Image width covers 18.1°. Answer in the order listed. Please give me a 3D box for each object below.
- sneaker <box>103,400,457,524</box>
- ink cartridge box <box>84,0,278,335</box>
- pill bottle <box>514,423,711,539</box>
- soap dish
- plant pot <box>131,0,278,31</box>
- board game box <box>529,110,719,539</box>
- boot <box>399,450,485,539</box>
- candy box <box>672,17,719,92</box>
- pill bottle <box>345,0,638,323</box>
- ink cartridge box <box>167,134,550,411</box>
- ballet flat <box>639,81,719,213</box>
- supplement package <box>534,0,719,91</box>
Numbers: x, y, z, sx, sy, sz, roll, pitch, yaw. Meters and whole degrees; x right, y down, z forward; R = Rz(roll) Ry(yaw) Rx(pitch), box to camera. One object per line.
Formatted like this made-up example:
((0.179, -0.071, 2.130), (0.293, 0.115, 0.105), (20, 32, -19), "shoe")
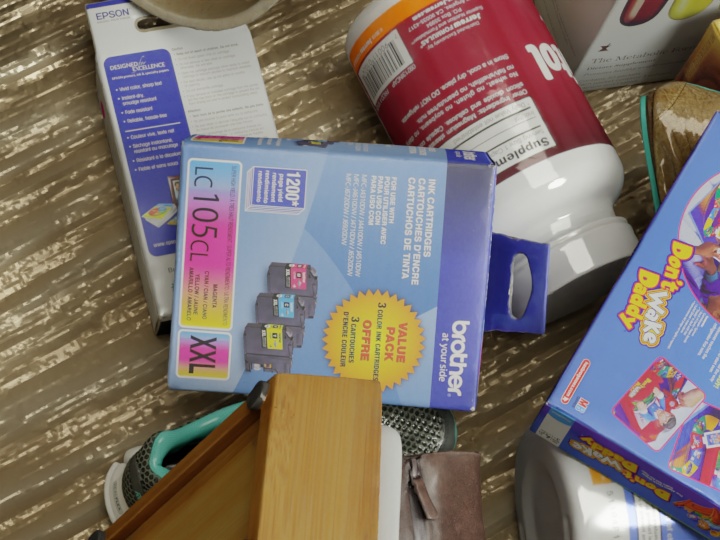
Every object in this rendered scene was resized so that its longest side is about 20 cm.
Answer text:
((-0.037, 0.102, 1.222), (0.199, 0.091, 0.078), (-13, 72, -16), "sneaker")
((-0.095, -0.067, 1.310), (0.094, 0.037, 0.201), (-10, 73, -14), "ink cartridge box")
((0.194, 0.126, 1.247), (0.199, 0.112, 0.113), (-6, 69, -13), "pill bottle")
((-0.066, 0.155, 1.112), (0.081, 0.200, 0.158), (32, 36, -22), "soap dish")
((-0.053, -0.264, 1.316), (0.201, 0.201, 0.183), (47, 45, 10), "plant pot")
((0.196, 0.033, 1.197), (0.134, 0.045, 0.201), (31, 67, 5), "board game box")
((-0.010, 0.185, 1.189), (0.199, 0.072, 0.168), (-7, 85, -29), "boot")
((0.253, -0.044, 1.325), (0.056, 0.117, 0.201), (-22, 73, -19), "candy box")
((0.081, -0.073, 1.305), (0.112, 0.113, 0.201), (-22, 75, -19), "pill bottle")
((0.000, 0.000, 1.218), (0.198, 0.076, 0.138), (3, 99, -2), "ink cartridge box")
((0.200, -0.008, 1.291), (0.072, 0.068, 0.202), (-2, 91, 14), "ballet flat")
((0.179, -0.202, 1.329), (0.113, 0.200, 0.110), (-10, 70, -14), "supplement package")
